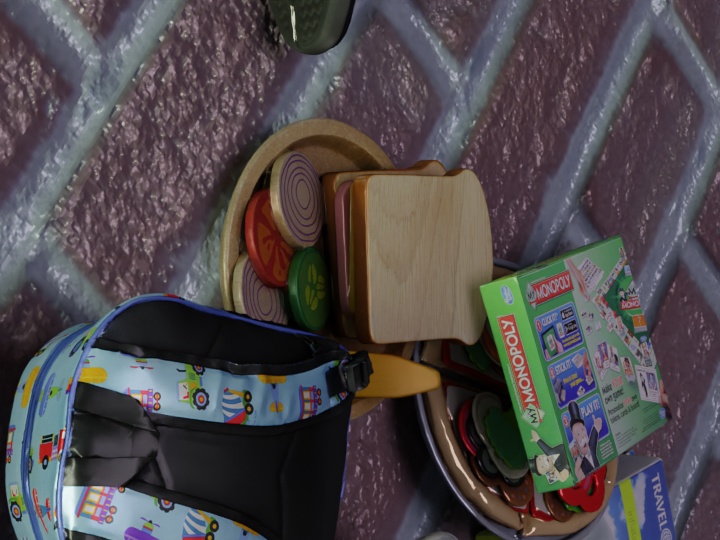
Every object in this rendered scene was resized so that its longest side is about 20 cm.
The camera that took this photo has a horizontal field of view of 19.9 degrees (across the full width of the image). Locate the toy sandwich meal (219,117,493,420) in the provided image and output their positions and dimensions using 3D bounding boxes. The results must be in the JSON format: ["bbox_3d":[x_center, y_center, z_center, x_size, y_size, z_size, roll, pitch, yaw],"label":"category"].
[{"bbox_3d":[0.000,0.000,1.242,0.205,0.070,0.206,5,84,-49],"label":"toy sandwich meal"}]

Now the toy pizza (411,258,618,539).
[{"bbox_3d":[0.112,0.085,1.362,0.200,0.032,0.201,20,59,-39],"label":"toy pizza"}]

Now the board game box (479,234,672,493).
[{"bbox_3d":[0.145,0.056,1.348,0.200,0.029,0.135,-17,91,-63],"label":"board game box"}]

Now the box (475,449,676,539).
[{"bbox_3d":[0.163,0.210,1.439,0.200,0.048,0.122,-20,103,-48],"label":"box"}]

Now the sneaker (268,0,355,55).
[{"bbox_3d":[-0.003,-0.226,1.250,0.114,0.076,0.200,7,77,-43],"label":"sneaker"}]

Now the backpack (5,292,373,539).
[{"bbox_3d":[-0.105,0.104,1.062,0.200,0.134,0.183,19,73,-48],"label":"backpack"}]

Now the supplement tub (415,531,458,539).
[{"bbox_3d":[0.047,0.264,1.194,0.122,0.122,0.201,-23,82,-48],"label":"supplement tub"}]
